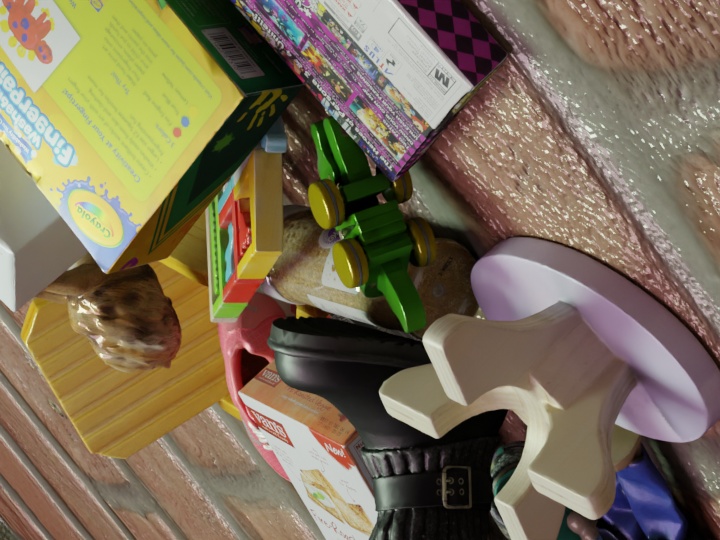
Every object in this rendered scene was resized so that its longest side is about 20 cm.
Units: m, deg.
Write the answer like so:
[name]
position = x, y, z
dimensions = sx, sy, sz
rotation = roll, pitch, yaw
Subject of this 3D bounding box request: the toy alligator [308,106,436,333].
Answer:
[toy alligator]
position = -0.006, -0.052, 1.397
dimensions = 0.201, 0.059, 0.054
rotation = 68, 160, 8

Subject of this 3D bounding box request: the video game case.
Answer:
[video game case]
position = -0.015, -0.158, 1.297
dimensions = 0.200, 0.036, 0.181
rotation = 48, 160, 3

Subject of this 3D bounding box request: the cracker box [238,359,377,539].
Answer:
[cracker box]
position = 0.008, 0.159, 1.614
dimensions = 0.134, 0.058, 0.200
rotation = 22, 146, 51

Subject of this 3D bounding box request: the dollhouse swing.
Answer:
[dollhouse swing]
position = -0.129, 0.072, 1.750
dimensions = 0.181, 0.176, 0.200
rotation = 27, 150, 46

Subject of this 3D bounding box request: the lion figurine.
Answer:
[lion figurine]
position = -0.195, -0.024, 1.660
dimensions = 0.072, 0.122, 0.201
rotation = 138, 130, -68

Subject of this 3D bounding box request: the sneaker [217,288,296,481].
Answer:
[sneaker]
position = -0.069, 0.099, 1.682
dimensions = 0.087, 0.073, 0.201
rotation = -84, -20, -51

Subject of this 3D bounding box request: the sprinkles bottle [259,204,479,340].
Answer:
[sprinkles bottle]
position = 0.000, 0.000, 1.506
dimensions = 0.200, 0.068, 0.068
rotation = 14, 141, 57

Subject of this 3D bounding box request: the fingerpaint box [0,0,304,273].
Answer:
[fingerpaint box]
position = -0.158, -0.129, 1.446
dimensions = 0.200, 0.073, 0.167
rotation = 49, 120, 15

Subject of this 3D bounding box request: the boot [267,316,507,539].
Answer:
[boot]
position = 0.016, 0.121, 1.443
dimensions = 0.210, 0.159, 0.079
rotation = 16, 178, -37

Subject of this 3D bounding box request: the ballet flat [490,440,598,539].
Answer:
[ballet flat]
position = 0.149, 0.196, 1.577
dimensions = 0.201, 0.072, 0.072
rotation = 57, 159, -20

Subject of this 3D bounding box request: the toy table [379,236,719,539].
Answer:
[toy table]
position = 0.108, 0.071, 1.337
dimensions = 0.200, 0.117, 0.184
rotation = 14, 139, 56

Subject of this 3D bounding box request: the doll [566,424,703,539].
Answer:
[doll]
position = 0.184, 0.175, 1.464
dimensions = 0.136, 0.049, 0.200
rotation = 7, 138, 45

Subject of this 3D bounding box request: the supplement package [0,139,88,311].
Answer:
[supplement package]
position = -0.207, -0.090, 1.580
dimensions = 0.117, 0.200, 0.117
rotation = 45, 159, 9

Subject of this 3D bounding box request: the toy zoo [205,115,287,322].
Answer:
[toy zoo]
position = -0.078, -0.054, 1.522
dimensions = 0.200, 0.020, 0.132
rotation = 129, 139, -69

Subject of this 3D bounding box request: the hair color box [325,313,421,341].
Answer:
[hair color box]
position = 0.029, 0.101, 1.639
dimensions = 0.101, 0.061, 0.200
rotation = 40, 158, 25
